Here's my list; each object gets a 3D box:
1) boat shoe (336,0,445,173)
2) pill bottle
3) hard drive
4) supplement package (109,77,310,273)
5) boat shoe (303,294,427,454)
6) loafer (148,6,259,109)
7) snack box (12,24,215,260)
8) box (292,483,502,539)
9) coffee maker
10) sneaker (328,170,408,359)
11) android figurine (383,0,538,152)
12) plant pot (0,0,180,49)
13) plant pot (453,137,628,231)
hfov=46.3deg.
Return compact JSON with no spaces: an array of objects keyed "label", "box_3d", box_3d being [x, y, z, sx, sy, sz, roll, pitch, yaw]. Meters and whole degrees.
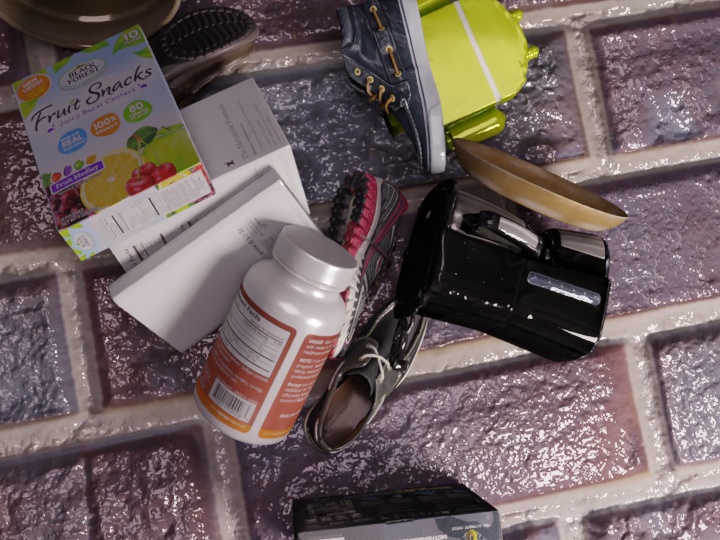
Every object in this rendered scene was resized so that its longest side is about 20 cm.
[{"label":"boat shoe","box_3d":[0.032,-0.195,0.902,0.089,0.071,0.205,-12,81,-1]},{"label":"pill bottle","box_3d":[-0.082,0.063,0.847,0.111,0.112,0.203,27,106,-3]},{"label":"hard drive","box_3d":[-0.138,-0.005,0.858,0.198,0.132,0.026,-34,54,3]},{"label":"supplement package","box_3d":[-0.168,-0.086,0.862,0.197,0.110,0.115,-26,56,-8]},{"label":"boat shoe","box_3d":[0.013,0.110,0.909,0.071,0.068,0.201,36,80,-1]},{"label":"loafer","box_3d":[-0.199,-0.217,0.915,0.197,0.071,0.074,-28,61,-7]},{"label":"snack box","box_3d":[-0.237,-0.127,0.800,0.140,0.053,0.202,-25,59,-6]},{"label":"box","box_3d":[0.030,0.261,0.852,0.195,0.158,0.052,-3,86,-7]},{"label":"coffee maker","box_3d":[0.144,0.028,0.886,0.196,0.135,0.196,19,99,-12]},{"label":"sneaker","box_3d":[0.000,0.000,0.913,0.074,0.080,0.204,16,92,-35]},{"label":"android figurine","box_3d":[0.106,-0.234,0.956,0.197,0.041,0.185,-26,88,-5]},{"label":"plant pot","box_3d":[-0.288,-0.360,0.863,0.195,0.201,0.177,-8,71,-6]},{"label":"plant pot","box_3d":[0.184,-0.087,0.884,0.196,0.200,0.028,22,105,-4]}]
